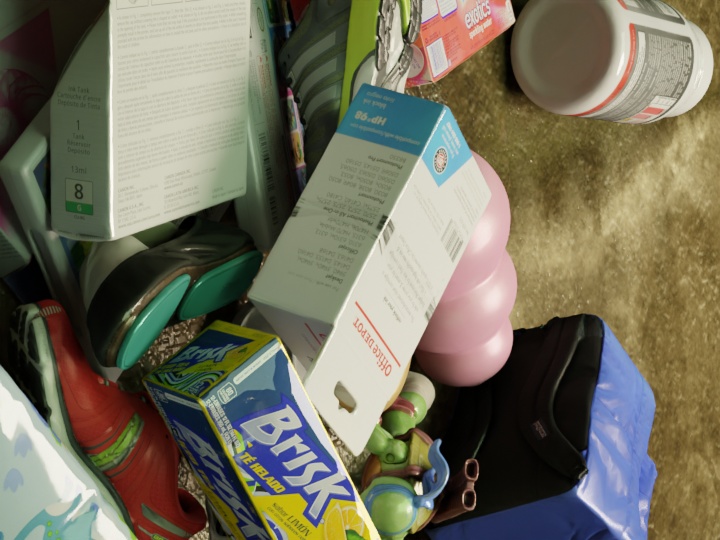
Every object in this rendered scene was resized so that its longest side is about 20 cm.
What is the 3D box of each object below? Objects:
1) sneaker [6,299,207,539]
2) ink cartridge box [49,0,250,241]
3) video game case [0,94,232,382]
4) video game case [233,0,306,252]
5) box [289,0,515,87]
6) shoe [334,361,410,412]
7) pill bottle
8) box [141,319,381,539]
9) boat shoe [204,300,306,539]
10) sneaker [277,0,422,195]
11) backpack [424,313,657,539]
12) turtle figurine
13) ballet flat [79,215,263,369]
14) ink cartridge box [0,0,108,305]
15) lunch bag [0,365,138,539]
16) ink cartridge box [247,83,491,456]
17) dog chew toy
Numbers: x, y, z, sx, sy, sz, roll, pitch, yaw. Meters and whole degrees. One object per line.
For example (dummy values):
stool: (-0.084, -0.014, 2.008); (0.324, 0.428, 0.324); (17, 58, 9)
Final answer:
sneaker: (-0.147, 0.090, 1.025); (0.085, 0.077, 0.201); (-28, 125, -14)
ink cartridge box: (-0.119, -0.129, 1.001); (0.161, 0.050, 0.202); (-25, 118, -62)
video game case: (-0.139, -0.061, 1.063); (0.183, 0.022, 0.201); (77, 33, -44)
video game case: (-0.060, -0.125, 1.168); (0.182, 0.024, 0.202); (-37, 118, -72)
box: (0.032, -0.200, 1.258); (0.200, 0.094, 0.103); (-44, 123, -60)
shoe: (-0.003, 0.000, 1.179); (0.053, 0.069, 0.201); (58, 28, -62)
pill bottle: (0.230, -0.190, 1.536); (0.199, 0.115, 0.117); (1, 87, -53)
box: (-0.048, 0.130, 1.024); (0.064, 0.070, 0.201); (-39, 118, -26)
boat shoe: (-0.064, 0.097, 1.121); (0.067, 0.073, 0.201); (76, 12, -59)
sneaker: (-0.016, -0.114, 1.147); (0.074, 0.080, 0.202); (10, 92, -61)
backpack: (0.151, 0.149, 1.367); (0.168, 0.162, 0.201); (51, 36, -35)
turtle figurine: (-0.012, 0.147, 1.222); (0.144, 0.200, 0.194); (51, 18, 0)
ballet flat: (-0.124, 0.008, 1.012); (0.068, 0.068, 0.200); (-60, 171, 18)
ink cartridge box: (-0.188, -0.105, 1.030); (0.200, 0.043, 0.197); (54, 47, -34)
lunch bag: (-0.235, 0.148, 0.883); (0.200, 0.127, 0.171); (-39, 121, -13)
ink cartridge box: (0.000, 0.000, 1.082); (0.201, 0.066, 0.116); (-62, 151, -18)
dog chew toy: (0.063, 0.003, 1.301); (0.125, 0.124, 0.201); (-53, 136, -41)
